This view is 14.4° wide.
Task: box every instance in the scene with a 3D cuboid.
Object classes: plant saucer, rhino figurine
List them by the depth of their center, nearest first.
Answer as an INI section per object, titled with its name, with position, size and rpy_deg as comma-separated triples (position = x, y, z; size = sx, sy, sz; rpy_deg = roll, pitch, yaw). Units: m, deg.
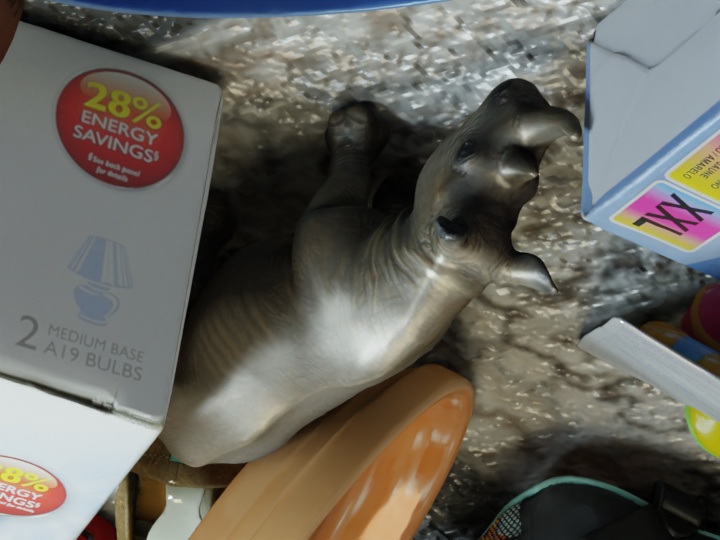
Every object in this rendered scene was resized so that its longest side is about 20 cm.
[rhino figurine]
position = 0.000, 0.000, 0.872
size = 0.060, 0.088, 0.200
rpy_deg = 32, 138, -28
[plant saucer]
position = -0.032, 0.111, 0.979
size = 0.037, 0.200, 0.200
rpy_deg = 35, 149, 12

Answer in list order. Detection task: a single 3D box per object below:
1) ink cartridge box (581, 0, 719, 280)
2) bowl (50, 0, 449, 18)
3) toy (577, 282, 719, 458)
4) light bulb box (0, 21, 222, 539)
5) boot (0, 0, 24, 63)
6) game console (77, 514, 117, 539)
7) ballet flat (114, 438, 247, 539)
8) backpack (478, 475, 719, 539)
[ink cartridge box]
position = 0.181, -0.036, 0.798
size = 0.199, 0.077, 0.136
rpy_deg = 20, 145, -22
[bowl]
position = -0.001, -0.104, 0.689
size = 0.200, 0.040, 0.201
rpy_deg = -6, 172, -1
[toy]
position = 0.129, 0.034, 0.879
size = 0.115, 0.047, 0.200
rpy_deg = 30, 175, 3
[light bulb box]
position = -0.171, 0.012, 0.894
size = 0.198, 0.125, 0.200
rpy_deg = 17, 147, -15
[boot]
position = -0.163, -0.062, 0.708
size = 0.068, 0.201, 0.188
rpy_deg = -13, 142, 29
[game console]
position = -0.199, 0.125, 1.095
size = 0.177, 0.031, 0.200
rpy_deg = -36, 132, 13
[ballet flat]
position = -0.061, 0.101, 1.057
size = 0.068, 0.073, 0.200
rpy_deg = 8, 148, 2
[backpack]
position = 0.092, 0.183, 1.086
size = 0.175, 0.154, 0.200
rpy_deg = 15, 153, -22
